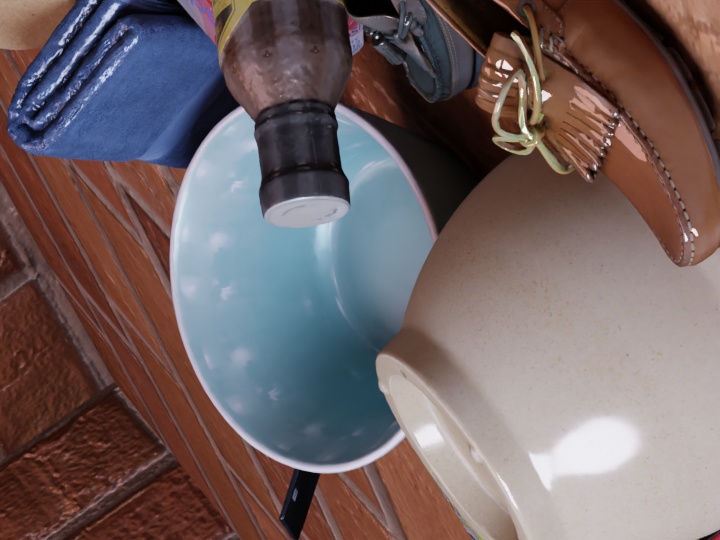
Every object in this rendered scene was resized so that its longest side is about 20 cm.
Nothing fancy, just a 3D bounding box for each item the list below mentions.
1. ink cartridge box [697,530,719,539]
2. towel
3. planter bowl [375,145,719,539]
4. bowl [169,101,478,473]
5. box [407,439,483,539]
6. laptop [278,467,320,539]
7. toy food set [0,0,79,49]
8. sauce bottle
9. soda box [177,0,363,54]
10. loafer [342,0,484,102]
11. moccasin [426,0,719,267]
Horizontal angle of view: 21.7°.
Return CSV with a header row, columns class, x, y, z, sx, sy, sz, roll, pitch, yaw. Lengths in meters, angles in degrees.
class,x,y,z,sx,sy,sz,roll,pitch,yaw
ink cartridge box,0.125,0.192,0.926,0.084,0.199,0.175,58,167,-10
towel,-0.112,-0.108,1.056,0.049,0.112,0.200,49,-161,15
planter bowl,0.092,0.049,0.844,0.201,0.134,0.201,51,166,18
bowl,0.000,0.000,1.020,0.200,0.105,0.203,9,104,40
box,0.075,0.112,1.227,0.201,0.064,0.070,58,167,-6
laptop,-0.062,0.055,1.196,0.201,0.103,0.177,54,173,10
toy food set,-0.221,-0.192,0.999,0.197,0.049,0.200,20,154,9
sauce bottle,-0.037,-0.120,0.865,0.065,0.064,0.202,95,168,-71
soda box,-0.081,-0.182,0.966,0.200,0.063,0.070,49,164,19
loafer,0.007,-0.143,0.833,0.072,0.063,0.201,46,164,35
moccasin,0.068,-0.082,0.725,0.202,0.077,0.074,54,167,7
